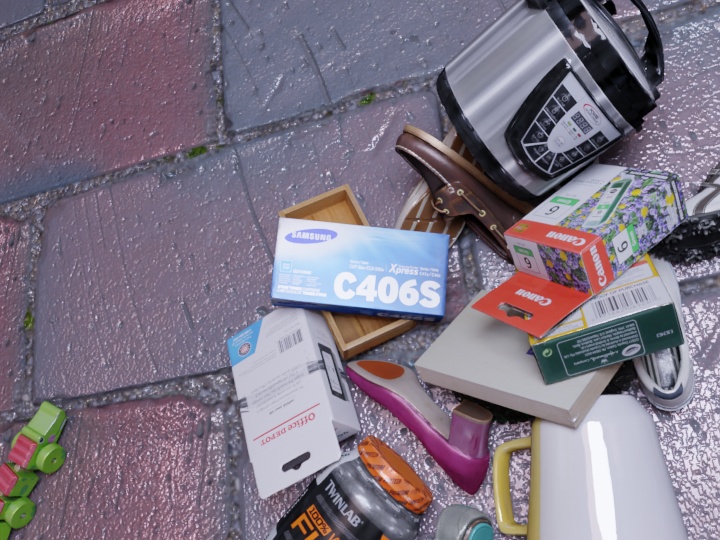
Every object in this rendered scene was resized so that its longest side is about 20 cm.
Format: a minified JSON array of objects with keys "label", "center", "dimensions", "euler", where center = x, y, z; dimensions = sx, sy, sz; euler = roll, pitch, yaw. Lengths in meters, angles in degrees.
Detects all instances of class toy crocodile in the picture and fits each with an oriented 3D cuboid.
[{"label":"toy crocodile","center":[-0.456,0.273,0.940],"dimensions":[0.067,0.062,0.202],"euler":[24,82,24]}]

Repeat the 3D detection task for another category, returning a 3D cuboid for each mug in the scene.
[{"label":"mug","center":[0.207,0.201,0.669],"dimensions":[0.183,0.149,0.156],"euler":[-8,75,19]}]

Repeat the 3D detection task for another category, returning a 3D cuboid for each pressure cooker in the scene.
[{"label":"pressure cooker","center":[0.195,-0.192,0.702],"dimensions":[0.199,0.175,0.180],"euler":[-36,80,26]}]

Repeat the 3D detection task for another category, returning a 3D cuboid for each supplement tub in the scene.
[{"label":"supplement tub","center":[-0.022,0.283,0.747],"dimensions":[0.122,0.122,0.201],"euler":[40,90,25]}]

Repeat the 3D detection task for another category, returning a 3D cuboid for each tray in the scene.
[{"label":"tray","center":[-0.018,-0.002,0.865],"dimensions":[0.097,0.037,0.202],"euler":[-22,67,-11]}]

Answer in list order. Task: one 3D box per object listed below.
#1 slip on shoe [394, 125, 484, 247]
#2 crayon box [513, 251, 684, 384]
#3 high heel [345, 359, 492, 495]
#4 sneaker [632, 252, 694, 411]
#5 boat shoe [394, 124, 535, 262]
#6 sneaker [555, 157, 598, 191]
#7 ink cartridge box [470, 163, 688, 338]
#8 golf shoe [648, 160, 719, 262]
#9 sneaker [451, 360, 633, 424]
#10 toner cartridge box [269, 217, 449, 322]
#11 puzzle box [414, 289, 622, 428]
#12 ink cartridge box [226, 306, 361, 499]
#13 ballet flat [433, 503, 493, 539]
[{"label":"slip on shoe","center":[0.099,-0.097,0.858],"dimensions":[0.075,0.061,0.203],"euler":[23,99,-9]},{"label":"crayon box","center":[0.222,0.014,0.694],"dimensions":[0.124,0.052,0.201],"euler":[-20,28,17]},{"label":"high heel","center":[0.056,0.172,0.795],"dimensions":[0.198,0.067,0.098],"euler":[23,114,39]},{"label":"sneaker","center":[0.303,0.040,0.731],"dimensions":[0.072,0.071,0.203],"euler":[-16,66,14]},{"label":"boat shoe","center":[0.116,-0.083,0.794],"dimensions":[0.198,0.070,0.071],"euler":[34,95,-10]},{"label":"sneaker","center":[0.226,-0.183,0.829],"dimensions":[0.074,0.081,0.203],"euler":[-24,86,26]},{"label":"ink cartridge box","center":[0.199,-0.026,0.669],"dimensions":[0.199,0.051,0.109],"euler":[-36,26,-17]},{"label":"golf shoe","center":[0.379,-0.074,0.739],"dimensions":[0.196,0.078,0.096],"euler":[-14,57,-1]},{"label":"sneaker","center":[0.189,0.106,0.763],"dimensions":[0.197,0.079,0.086],"euler":[-14,34,22]},{"label":"toner cartridge box","center":[0.000,0.000,0.807],"dimensions":[0.196,0.043,0.097],"euler":[5,75,-1]},{"label":"puzzle box","center":[0.164,0.081,0.716],"dimensions":[0.133,0.026,0.198],"euler":[-42,30,-27]},{"label":"ink cartridge box","center":[-0.075,0.149,0.813],"dimensions":[0.115,0.068,0.202],"euler":[-31,55,18]},{"label":"ballet flat","center":[0.085,0.345,0.732],"dimensions":[0.063,0.067,0.203],"euler":[5,73,49]}]
